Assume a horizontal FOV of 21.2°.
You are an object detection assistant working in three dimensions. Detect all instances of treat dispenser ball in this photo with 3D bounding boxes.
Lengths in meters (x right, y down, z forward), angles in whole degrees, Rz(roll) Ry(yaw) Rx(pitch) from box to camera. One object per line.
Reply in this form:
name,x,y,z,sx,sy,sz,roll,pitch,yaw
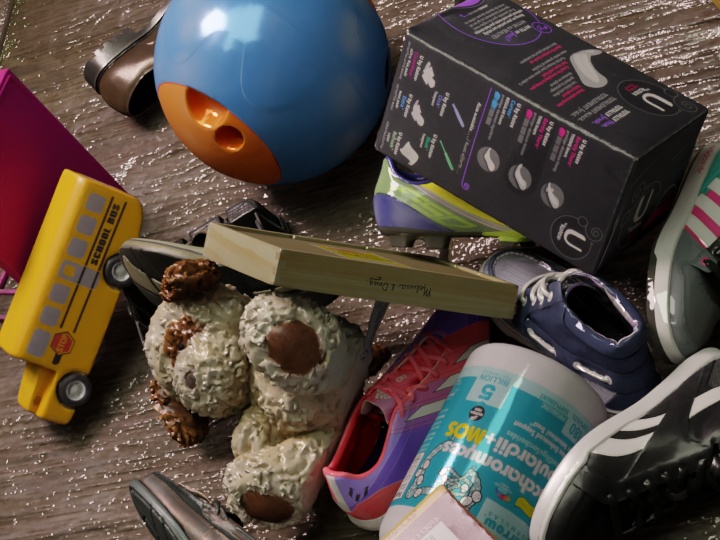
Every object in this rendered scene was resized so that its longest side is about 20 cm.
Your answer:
treat dispenser ball,-0.074,-0.172,1.621,0.200,0.201,0.201,-16,50,20

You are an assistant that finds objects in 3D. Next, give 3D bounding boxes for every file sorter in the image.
file sorter,-0.320,-0.058,1.687,0.125,0.200,0.139,0,57,35

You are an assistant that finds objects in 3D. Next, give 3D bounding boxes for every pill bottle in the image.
pill bottle,0.085,0.159,1.337,0.111,0.111,0.200,13,65,37

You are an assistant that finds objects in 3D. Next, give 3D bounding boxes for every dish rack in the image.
dish rack,-0.113,0.042,1.588,0.153,0.055,0.200,-32,48,8

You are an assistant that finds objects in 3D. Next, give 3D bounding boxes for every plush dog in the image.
plush dog,-0.083,0.067,1.447,0.171,0.201,0.160,20,33,17

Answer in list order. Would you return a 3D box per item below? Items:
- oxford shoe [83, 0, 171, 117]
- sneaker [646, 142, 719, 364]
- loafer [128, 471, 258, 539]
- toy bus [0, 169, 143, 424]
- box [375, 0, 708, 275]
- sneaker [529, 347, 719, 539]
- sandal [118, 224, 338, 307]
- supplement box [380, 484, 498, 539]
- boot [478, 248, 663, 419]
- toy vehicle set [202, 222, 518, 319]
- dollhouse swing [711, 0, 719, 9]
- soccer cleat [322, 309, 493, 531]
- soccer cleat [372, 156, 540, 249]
oxford shoe,-0.157,-0.215,1.808,0.200,0.073,0.084,-42,62,-1
sneaker,0.284,-0.017,1.366,0.120,0.084,0.200,-5,46,37
loafer,-0.098,0.213,1.448,0.063,0.072,0.200,-33,50,-20
toy bus,-0.245,0.023,1.617,0.065,0.078,0.201,23,92,64
box,0.130,-0.104,1.407,0.200,0.106,0.122,32,37,22
sneaker,0.214,0.139,1.284,0.200,0.073,0.112,-41,45,-18
sandal,-0.098,-0.003,1.533,0.200,0.080,0.057,0,42,22
supplement box,0.069,0.250,1.213,0.131,0.200,0.103,-43,46,-5
boot,0.150,0.022,1.406,0.073,0.091,0.200,-33,47,-16
toy vehicle set,0.000,0.000,1.410,0.124,0.199,0.027,21,101,61
dollhouse swing,0.350,-0.295,1.491,0.200,0.182,0.176,-33,26,5
soccer cleat,0.037,0.095,1.439,0.068,0.073,0.200,12,63,38
soccer cleat,0.109,-0.059,1.475,0.199,0.065,0.084,-1,91,5
